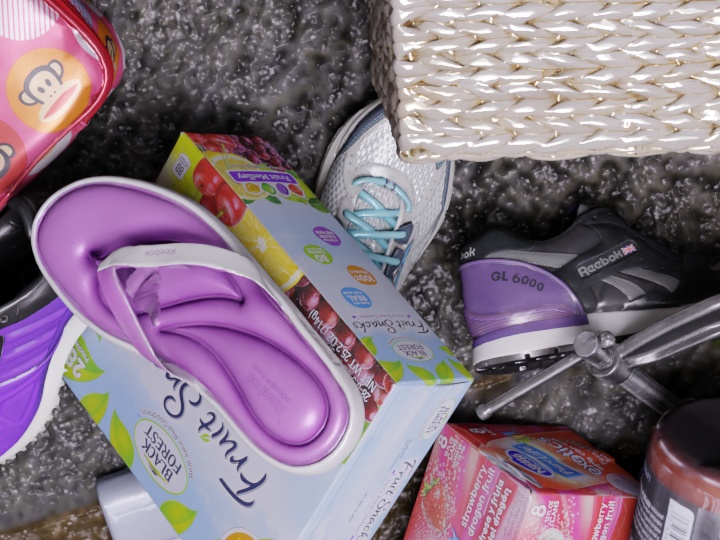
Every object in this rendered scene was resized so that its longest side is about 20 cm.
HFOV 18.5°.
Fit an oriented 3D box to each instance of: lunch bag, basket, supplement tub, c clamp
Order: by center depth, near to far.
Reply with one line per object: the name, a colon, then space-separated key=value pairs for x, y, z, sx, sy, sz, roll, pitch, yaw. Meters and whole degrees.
basket: x=0.096 y=-0.155 z=1.118 sx=0.199 sy=0.198 sz=0.161 roll=-2 pitch=109 yaw=-4
lunch bag: x=-0.243 y=-0.104 z=1.173 sx=0.200 sy=0.082 sz=0.176 roll=-44 pitch=100 yaw=11
supplement tub: x=0.194 y=0.177 z=1.201 sx=0.107 sy=0.107 sz=0.201 roll=4 pitch=117 yaw=-5
c clamp: x=0.181 y=0.056 z=1.226 sx=0.171 sy=0.027 sz=0.200 roll=-31 pitch=149 yaw=23

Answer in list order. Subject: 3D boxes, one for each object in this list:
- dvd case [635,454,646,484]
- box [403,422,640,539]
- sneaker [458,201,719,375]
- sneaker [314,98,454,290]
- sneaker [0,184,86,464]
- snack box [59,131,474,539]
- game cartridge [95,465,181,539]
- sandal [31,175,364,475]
dvd case: x=0.204 y=0.208 z=1.286 sx=0.150 sy=0.025 sz=0.201 roll=22 pitch=119 yaw=6
box: x=0.079 y=0.194 z=1.261 sx=0.099 sy=0.095 sz=0.201 roll=5 pitch=110 yaw=-36
sneaker: x=0.153 y=-0.001 z=1.235 sx=0.199 sy=0.076 sz=0.088 roll=-7 pitch=79 yaw=-17
sneaker: x=0.000 y=0.000 z=1.215 sx=0.077 sy=0.086 sz=0.201 roll=21 pitch=105 yaw=-11
sneaker: x=-0.198 y=0.027 z=1.180 sx=0.099 sy=0.070 sz=0.200 roll=2 pitch=132 yaw=-48
snack box: x=-0.056 y=0.054 z=1.160 sx=0.068 sy=0.200 sz=0.169 roll=0 pitch=131 yaw=-46
game cartridge: x=-0.061 y=0.192 z=1.298 sx=0.133 sy=0.040 sz=0.201 roll=-19 pitch=108 yaw=-2
sandal: x=-0.080 y=0.019 z=1.071 sx=0.202 sy=0.050 sz=0.083 roll=36 pitch=94 yaw=16
